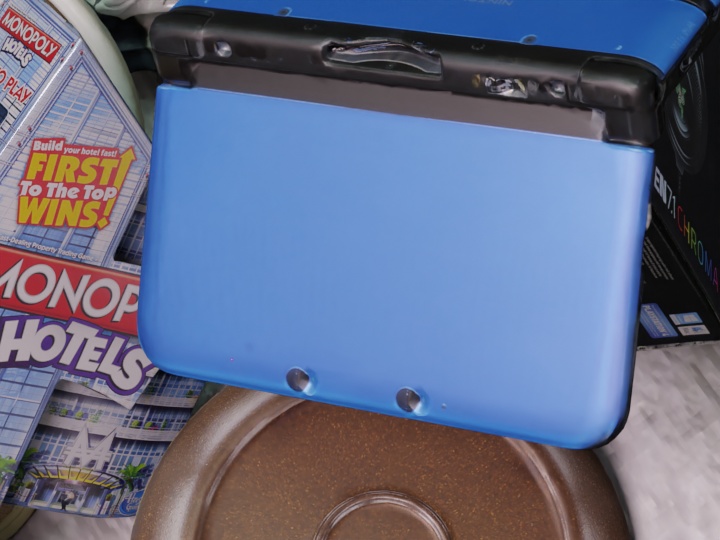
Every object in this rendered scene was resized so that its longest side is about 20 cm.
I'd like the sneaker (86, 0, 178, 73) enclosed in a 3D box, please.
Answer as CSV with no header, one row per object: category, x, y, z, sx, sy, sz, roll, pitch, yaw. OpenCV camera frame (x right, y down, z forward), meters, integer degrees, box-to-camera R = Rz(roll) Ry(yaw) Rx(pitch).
sneaker,-0.139,-0.140,1.366,0.198,0.079,0.130,-21,43,29

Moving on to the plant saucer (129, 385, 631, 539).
plant saucer,0.008,0.116,1.132,0.199,0.032,0.201,1,70,-1

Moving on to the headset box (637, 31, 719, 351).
headset box,0.086,-0.093,1.169,0.092,0.174,0.201,-6,60,22

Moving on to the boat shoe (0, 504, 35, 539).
boat shoe,-0.154,0.058,1.269,0.200,0.063,0.073,-42,55,0

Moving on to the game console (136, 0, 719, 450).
game console,0.031,-0.045,1.052,0.199,0.119,0.171,10,39,28

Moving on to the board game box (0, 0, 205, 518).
board game box,-0.120,-0.002,1.159,0.062,0.199,0.201,42,112,46

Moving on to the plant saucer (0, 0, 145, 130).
plant saucer,-0.186,-0.073,1.303,0.199,0.201,0.050,-11,25,20
